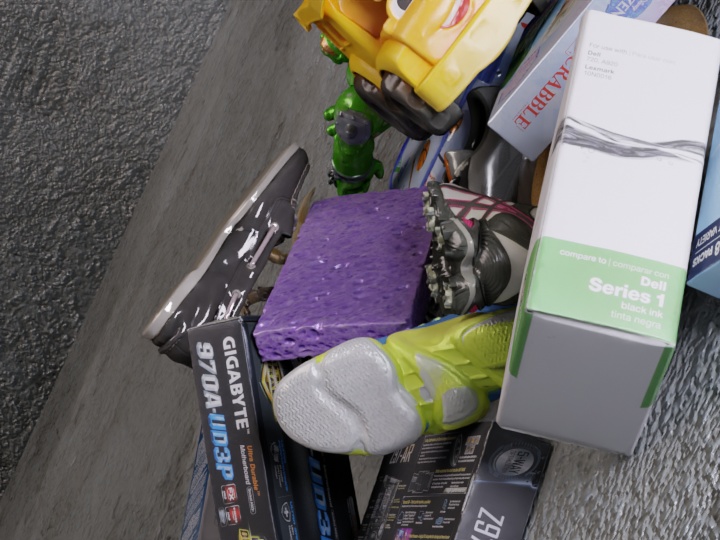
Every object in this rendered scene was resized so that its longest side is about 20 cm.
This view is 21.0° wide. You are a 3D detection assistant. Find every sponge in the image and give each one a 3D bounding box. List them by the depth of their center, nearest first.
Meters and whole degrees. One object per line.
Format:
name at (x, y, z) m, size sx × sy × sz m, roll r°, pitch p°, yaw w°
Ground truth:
sponge at (0.000, 0.000, 1.388) m, size 0.200 × 0.111 × 0.030 m, roll -69°, pitch -30°, yaw -58°

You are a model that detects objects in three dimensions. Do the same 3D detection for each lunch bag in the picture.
lunch bag at (0.085, -0.112, 1.527) m, size 0.200 × 0.075 × 0.160 m, roll -60°, pitch 14°, yaw 23°

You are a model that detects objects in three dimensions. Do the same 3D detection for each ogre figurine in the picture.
ogre figurine at (0.021, -0.162, 1.526) m, size 0.200 × 0.098 × 0.120 m, roll -49°, pitch -8°, yaw -3°

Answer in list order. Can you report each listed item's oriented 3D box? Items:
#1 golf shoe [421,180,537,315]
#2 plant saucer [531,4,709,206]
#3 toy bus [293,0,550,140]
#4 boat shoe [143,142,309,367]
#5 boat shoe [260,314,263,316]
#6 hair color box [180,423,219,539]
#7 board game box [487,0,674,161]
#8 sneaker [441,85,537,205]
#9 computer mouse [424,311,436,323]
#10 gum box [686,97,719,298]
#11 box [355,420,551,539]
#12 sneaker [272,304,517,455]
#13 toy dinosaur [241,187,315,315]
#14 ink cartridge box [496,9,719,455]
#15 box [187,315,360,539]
golf shoe at (0.086, -0.014, 1.268) m, size 0.200 × 0.088 × 0.077 m, roll -111°, pitch 16°, yaw -76°
plant saucer at (0.162, -0.090, 1.284) m, size 0.200 × 0.035 × 0.200 m, roll -59°, pitch 17°, yaw 30°
toy bus at (0.019, -0.200, 1.353) m, size 0.136 × 0.192 × 0.200 m, roll -50°, pitch 8°, yaw -2°
boat shoe at (-0.088, -0.008, 1.467) m, size 0.200 × 0.057 × 0.067 m, roll -55°, pitch 9°, yaw -26°
boat shoe at (-0.028, 0.045, 1.586) m, size 0.073 × 0.075 × 0.200 m, roll -2°, pitch 27°, yaw 31°
hair color box at (-0.092, 0.194, 1.657) m, size 0.200 × 0.100 × 0.061 m, roll -83°, pitch 20°, yaw -48°
board game box at (0.168, -0.186, 1.244) m, size 0.200 × 0.041 × 0.200 m, roll -50°, pitch 7°, yaw 25°
sneaker at (0.086, -0.038, 1.393) m, size 0.074 × 0.079 × 0.201 m, roll 157°, pitch 129°, yaw -70°
computer mouse at (0.022, -0.003, 1.570) m, size 0.044 × 0.110 × 0.200 m, roll -33°, pitch 13°, yaw 7°
gum box at (0.241, -0.100, 0.989) m, size 0.170 × 0.044 × 0.201 m, roll 139°, pitch 149°, yaw -60°
box at (0.045, 0.184, 1.281) m, size 0.161 × 0.043 × 0.200 m, roll -71°, pitch 14°, yaw -13°
sneaker at (0.046, 0.067, 1.263) m, size 0.105 × 0.199 × 0.076 m, roll -35°, pitch -68°, yaw -74°
toy dinosaur at (-0.047, 0.005, 1.547) m, size 0.200 × 0.101 × 0.058 m, roll -124°, pitch 33°, yaw -55°
ink cartridge box at (0.139, -0.021, 1.085) m, size 0.146 × 0.084 × 0.201 m, roll 95°, pitch -171°, yaw -61°
box at (-0.057, 0.134, 1.386) m, size 0.159 × 0.046 × 0.201 m, roll 7°, pitch -108°, yaw -69°
